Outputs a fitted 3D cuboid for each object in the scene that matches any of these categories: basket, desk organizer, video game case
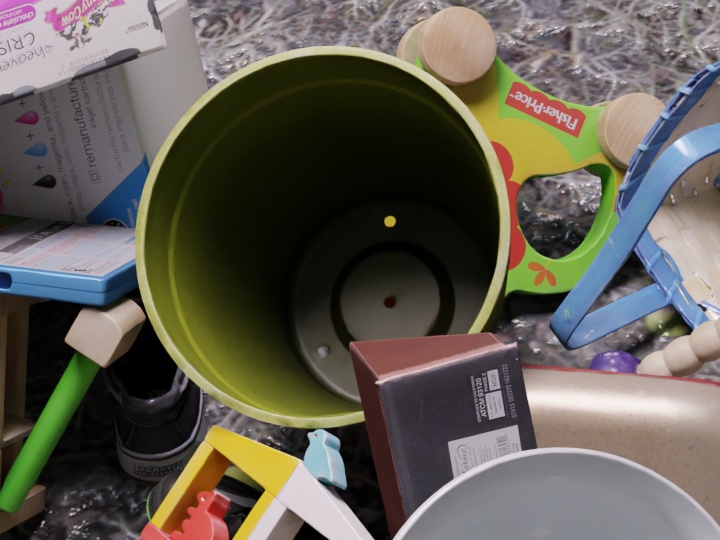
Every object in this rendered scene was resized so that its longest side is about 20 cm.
[{"bbox_3d":[0.211,-0.038,1.598,0.199,0.177,0.139,-17,63,-35],"label":"basket"},{"bbox_3d":[0.052,0.128,1.384,0.071,0.201,0.077,-15,18,-9],"label":"desk organizer"},{"bbox_3d":[-0.213,-0.011,1.556,0.199,0.018,0.143,7,12,13],"label":"video game case"}]

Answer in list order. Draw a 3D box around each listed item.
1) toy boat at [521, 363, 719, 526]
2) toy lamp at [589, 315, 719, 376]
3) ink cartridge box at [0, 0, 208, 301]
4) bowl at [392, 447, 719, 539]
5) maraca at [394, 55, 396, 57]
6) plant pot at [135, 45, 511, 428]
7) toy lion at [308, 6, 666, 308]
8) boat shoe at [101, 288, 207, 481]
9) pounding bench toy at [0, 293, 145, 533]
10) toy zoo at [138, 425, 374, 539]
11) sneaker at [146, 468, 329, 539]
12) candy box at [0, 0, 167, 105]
[{"bbox_3d":[0.138,0.113,1.487,0.199,0.131,0.131,5,9,16],"label":"toy boat"},{"bbox_3d":[0.217,0.023,1.537,0.200,0.058,0.058,-31,26,28],"label":"toy lamp"},{"bbox_3d":[-0.200,-0.066,1.692,0.199,0.148,0.145,-10,15,17],"label":"ink cartridge box"},{"bbox_3d":[0.082,0.186,1.302,0.200,0.202,0.090,-21,-2,-17],"label":"bowl"},{"bbox_3d":[0.018,-0.082,1.765,0.200,0.107,0.137,-28,59,-38],"label":"maraca"},{"bbox_3d":[0.000,0.000,1.530,0.199,0.193,0.202,-3,78,12],"label":"plant pot"},{"bbox_3d":[0.067,-0.045,1.679,0.199,0.193,0.069,23,-8,-13],"label":"toy lion"},{"bbox_3d":[-0.127,0.038,1.658,0.071,0.068,0.200,-7,35,0],"label":"boat shoe"},{"bbox_3d":[-0.217,0.083,1.529,0.199,0.157,0.124,7,12,20],"label":"pounding bench toy"},{"bbox_3d":[-0.069,0.167,1.414,0.131,0.020,0.201,33,90,42],"label":"toy zoo"},{"bbox_3d":[-0.041,0.150,1.476,0.077,0.084,0.200,-30,42,-29],"label":"sneaker"},{"bbox_3d":[-0.212,-0.141,1.576,0.136,0.061,0.200,-22,18,-23],"label":"candy box"}]
